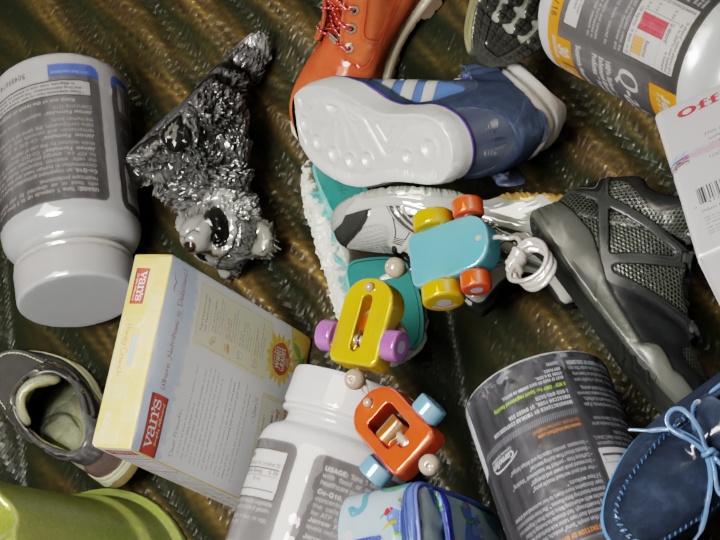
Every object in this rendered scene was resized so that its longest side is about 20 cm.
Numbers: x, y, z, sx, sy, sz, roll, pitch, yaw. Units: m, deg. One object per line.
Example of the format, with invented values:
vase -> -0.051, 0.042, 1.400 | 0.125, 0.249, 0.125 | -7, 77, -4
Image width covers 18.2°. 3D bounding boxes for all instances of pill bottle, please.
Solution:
pill bottle -> -0.239, -0.064, 1.828 | 0.113, 0.114, 0.201 | -20, 61, 24
pill bottle -> 0.231, -0.161, 1.582 | 0.200, 0.116, 0.117 | 33, 90, 37
pill bottle -> 0.147, 0.163, 1.509 | 0.106, 0.106, 0.201 | -29, 58, 19
pill bottle -> -0.033, 0.176, 1.612 | 0.113, 0.114, 0.201 | 12, 77, 35

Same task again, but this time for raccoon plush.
raccoon plush -> -0.091, -0.090, 1.788 | 0.200, 0.134, 0.097 | -48, 11, -25

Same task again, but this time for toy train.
toy train -> 0.054, 0.049, 1.554 | 0.150, 0.056, 0.200 | 40, 95, 36

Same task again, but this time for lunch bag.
lunch bag -> 0.048, 0.249, 1.503 | 0.082, 0.161, 0.201 | -16, 63, 26

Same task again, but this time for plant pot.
plant pot -> -0.254, 0.239, 1.681 | 0.199, 0.184, 0.201 | -12, 65, 27

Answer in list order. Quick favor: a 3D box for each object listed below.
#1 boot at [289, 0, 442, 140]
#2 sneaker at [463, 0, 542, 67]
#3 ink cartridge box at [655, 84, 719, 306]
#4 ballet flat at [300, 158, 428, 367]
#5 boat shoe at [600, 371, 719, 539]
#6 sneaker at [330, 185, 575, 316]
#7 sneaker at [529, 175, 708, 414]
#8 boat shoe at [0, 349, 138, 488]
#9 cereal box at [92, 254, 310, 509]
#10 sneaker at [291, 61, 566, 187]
boot -> -0.010, -0.195, 1.754 | 0.075, 0.107, 0.201 | 30, 90, 35
sneaker -> 0.108, -0.223, 1.707 | 0.088, 0.077, 0.201 | -25, 34, 45
ink cartridge box -> 0.290, -0.031, 1.414 | 0.146, 0.146, 0.200 | -24, 27, 13
ballet flat -> 0.000, 0.000, 1.701 | 0.072, 0.072, 0.201 | -30, 55, 18
boat shoe -> 0.229, 0.103, 1.452 | 0.084, 0.069, 0.200 | 42, 67, 0
sneaker -> 0.071, -0.012, 1.627 | 0.199, 0.076, 0.088 | 2, 82, 16
sneaker -> 0.213, 0.016, 1.544 | 0.114, 0.076, 0.200 | -30, 71, -6
boat shoe -> -0.246, 0.106, 1.791 | 0.201, 0.066, 0.072 | 32, 85, 45
cereal box -> -0.112, 0.087, 1.643 | 0.039, 0.200, 0.145 | 1, 71, 32
sneaker -> 0.060, -0.114, 1.684 | 0.200, 0.146, 0.081 | 14, 116, 49
